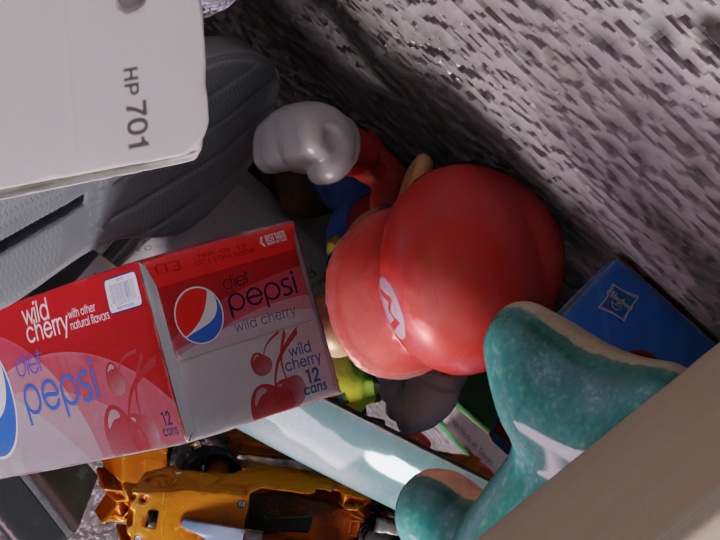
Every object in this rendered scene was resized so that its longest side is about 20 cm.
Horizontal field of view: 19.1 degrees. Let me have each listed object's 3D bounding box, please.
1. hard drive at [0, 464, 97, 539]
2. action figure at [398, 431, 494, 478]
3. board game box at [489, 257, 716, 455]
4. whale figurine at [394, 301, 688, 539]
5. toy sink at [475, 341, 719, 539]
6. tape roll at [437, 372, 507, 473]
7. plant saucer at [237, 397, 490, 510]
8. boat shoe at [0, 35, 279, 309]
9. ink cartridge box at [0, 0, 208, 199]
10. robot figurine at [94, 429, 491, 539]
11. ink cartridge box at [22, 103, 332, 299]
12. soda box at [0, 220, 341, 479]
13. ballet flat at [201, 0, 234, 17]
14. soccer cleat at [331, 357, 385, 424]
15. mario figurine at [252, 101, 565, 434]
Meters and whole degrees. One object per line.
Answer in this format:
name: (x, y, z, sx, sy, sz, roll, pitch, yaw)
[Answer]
hard drive: (-0.206, 0.046, 1.056, 0.201, 0.033, 0.140, 53, -179, -6)
action figure: (0.088, 0.153, 1.082, 0.200, 0.052, 0.065, 47, 177, -5)
board game box: (0.140, 0.098, 0.798, 0.200, 0.056, 0.196, 43, 173, 8)
whale figurine: (0.065, 0.110, 0.679, 0.158, 0.104, 0.201, 25, 137, 32)
toy sink: (0.121, 0.094, 0.566, 0.130, 0.200, 0.112, 44, -158, -8)
tape roll: (0.096, 0.090, 1.035, 0.200, 0.048, 0.200, 43, 173, 7)
plant saucer: (0.000, 0.072, 0.865, 0.199, 0.028, 0.200, 26, 178, 1)
boat shoe: (-0.100, -0.044, 0.735, 0.062, 0.073, 0.200, 26, -151, 22)
ink cartridge box: (-0.128, -0.122, 0.664, 0.200, 0.085, 0.148, 35, 131, 56)
robot figurine: (-0.017, 0.111, 0.981, 0.198, 0.059, 0.145, 9, -167, -16)
ink cartridge box: (-0.112, -0.031, 0.902, 0.200, 0.144, 0.084, 39, -151, -49)
soda box: (-0.094, 0.034, 0.785, 0.199, 0.070, 0.064, -15, 91, 53)
ballet flat: (-0.084, -0.119, 0.750, 0.072, 0.072, 0.200, 46, 173, -20)
soccer cleat: (-0.032, 0.048, 1.049, 0.201, 0.083, 0.065, 84, 179, -65)
mario figurine: (0.000, 0.000, 0.796, 0.123, 0.107, 0.200, 23, -177, -12)
